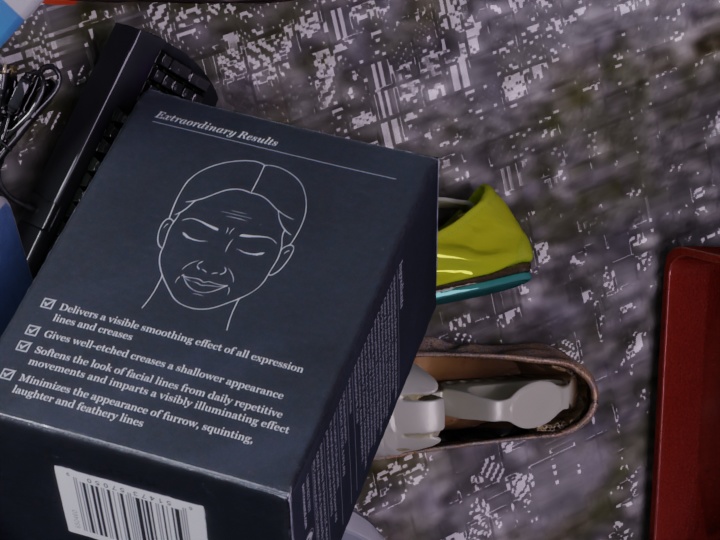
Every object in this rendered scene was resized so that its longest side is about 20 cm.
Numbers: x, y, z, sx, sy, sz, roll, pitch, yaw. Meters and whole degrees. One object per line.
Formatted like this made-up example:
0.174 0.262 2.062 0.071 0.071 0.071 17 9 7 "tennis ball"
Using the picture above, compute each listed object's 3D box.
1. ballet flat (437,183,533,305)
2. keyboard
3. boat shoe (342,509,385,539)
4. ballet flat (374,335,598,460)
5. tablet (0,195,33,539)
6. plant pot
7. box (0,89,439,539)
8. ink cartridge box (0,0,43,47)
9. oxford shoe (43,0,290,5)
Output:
0.000 0.000 1.044 0.199 0.067 0.067 -17 88 -28 "ballet flat"
-0.145 -0.024 0.958 0.127 0.021 0.201 27 87 -47 "keyboard"
-0.044 0.120 1.034 0.070 0.066 0.200 -30 141 15 "boat shoe"
0.043 0.067 1.072 0.199 0.067 0.069 -6 103 -28 "ballet flat"
-0.162 0.081 0.915 0.014 0.130 0.201 -1 123 16 "tablet"
0.302 0.090 1.162 0.176 0.199 0.201 -8 105 -40 "plant pot"
-0.063 0.035 0.900 0.107 0.148 0.201 88 21 -49 "box"
-0.162 -0.198 0.826 0.200 0.084 0.145 -48 128 -2 "ink cartridge box"
-0.101 -0.158 0.939 0.199 0.072 0.072 -4 104 -28 "oxford shoe"
